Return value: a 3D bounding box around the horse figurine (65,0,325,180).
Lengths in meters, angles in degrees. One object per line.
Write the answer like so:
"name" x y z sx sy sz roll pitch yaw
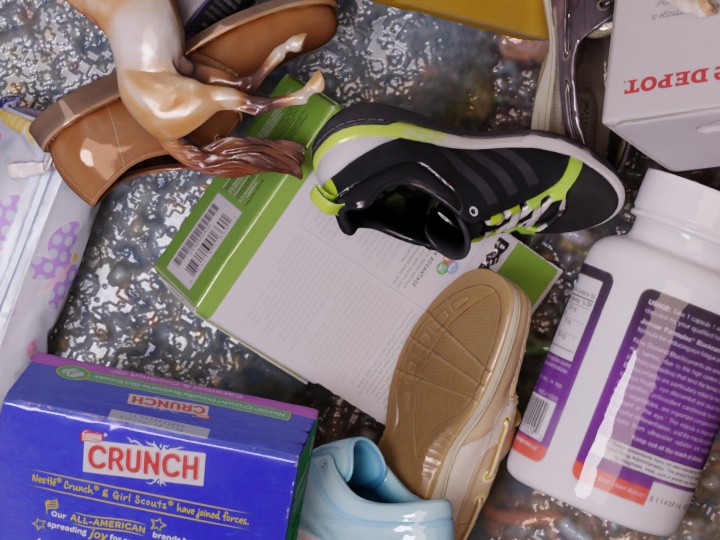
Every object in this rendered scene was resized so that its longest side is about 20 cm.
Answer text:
"horse figurine" -0.100 -0.133 1.348 0.132 0.050 0.200 -22 88 4

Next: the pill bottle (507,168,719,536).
"pill bottle" 0.172 0.047 1.426 0.111 0.111 0.201 22 92 3

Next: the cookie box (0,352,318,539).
"cookie box" -0.125 0.163 1.368 0.171 0.075 0.201 12 113 2

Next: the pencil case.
"pencil case" -0.210 -0.001 1.457 0.083 0.091 0.201 18 94 -24

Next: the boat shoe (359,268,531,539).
"boat shoe" 0.059 0.091 1.444 0.074 0.069 0.200 38 113 40

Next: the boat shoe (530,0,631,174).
"boat shoe" 0.146 -0.147 1.438 0.072 0.065 0.201 5 95 -31

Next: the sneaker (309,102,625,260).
"sneaker" 0.061 -0.034 1.375 0.199 0.072 0.083 8 50 -20

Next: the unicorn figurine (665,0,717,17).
"unicorn figurine" 0.175 -0.213 1.343 0.200 0.074 0.138 -30 52 4

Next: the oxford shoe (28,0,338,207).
"oxford shoe" -0.091 -0.099 1.409 0.200 0.071 0.071 -31 81 -14

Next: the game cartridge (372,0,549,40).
"game cartridge" 0.058 -0.234 1.395 0.032 0.200 0.177 10 91 39

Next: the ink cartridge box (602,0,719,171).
"ink cartridge box" 0.228 -0.166 1.375 0.146 0.084 0.201 -5 68 37

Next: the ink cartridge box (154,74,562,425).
"ink cartridge box" 0.000 0.000 1.460 0.200 0.076 0.148 34 92 -31

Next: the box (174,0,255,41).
"box" -0.071 -0.240 1.430 0.106 0.122 0.200 43 92 4

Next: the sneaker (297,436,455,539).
"sneaker" -0.019 0.130 1.426 0.200 0.074 0.082 22 102 33
